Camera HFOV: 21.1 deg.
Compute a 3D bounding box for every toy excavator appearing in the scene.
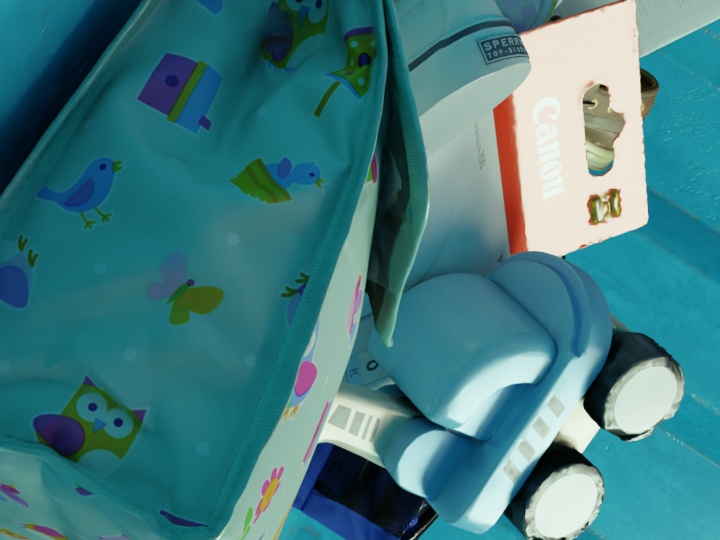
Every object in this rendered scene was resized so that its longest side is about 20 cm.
[{"bbox_3d":[0.020,0.065,0.898,0.195,0.199,0.100,-56,-142,11],"label":"toy excavator"}]

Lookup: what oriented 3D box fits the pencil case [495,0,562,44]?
[{"bbox_3d":[0.084,-0.173,0.989,0.091,0.083,0.200,-35,-173,29],"label":"pencil case"}]

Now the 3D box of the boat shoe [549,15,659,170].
[{"bbox_3d":[0.106,-0.122,1.147,0.068,0.072,0.199,-44,142,23],"label":"boat shoe"}]

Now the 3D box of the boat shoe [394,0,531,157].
[{"bbox_3d":[-0.022,-0.056,0.760,0.072,0.066,0.200,-16,165,-48],"label":"boat shoe"}]

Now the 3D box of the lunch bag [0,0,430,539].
[{"bbox_3d":[-0.046,-0.003,0.613,0.171,0.121,0.201,99,14,-70],"label":"lunch bag"}]

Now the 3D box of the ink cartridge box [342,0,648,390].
[{"bbox_3d":[0.055,-0.027,0.928,0.199,0.047,0.161,-21,138,-8],"label":"ink cartridge box"}]

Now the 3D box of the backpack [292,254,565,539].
[{"bbox_3d":[0.021,0.040,1.136,0.201,0.167,0.163,-56,-172,19],"label":"backpack"}]

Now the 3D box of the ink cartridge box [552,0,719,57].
[{"bbox_3d":[0.195,-0.205,1.197,0.199,0.104,0.059,-25,-163,22],"label":"ink cartridge box"}]
